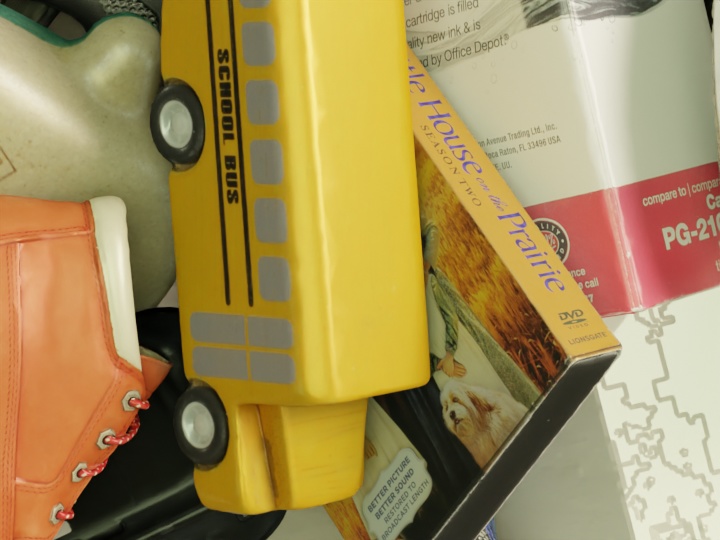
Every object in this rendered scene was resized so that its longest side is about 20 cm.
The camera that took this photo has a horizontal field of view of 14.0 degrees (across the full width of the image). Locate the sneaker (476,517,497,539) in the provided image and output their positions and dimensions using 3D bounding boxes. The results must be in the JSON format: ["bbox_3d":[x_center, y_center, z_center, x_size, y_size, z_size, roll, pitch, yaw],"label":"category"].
[{"bbox_3d":[0.039,0.147,1.144,0.075,0.078,0.200,-30,89,8],"label":"sneaker"}]

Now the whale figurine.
[{"bbox_3d":[-0.146,-0.058,1.083,0.159,0.104,0.200,-30,122,7],"label":"whale figurine"}]

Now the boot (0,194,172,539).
[{"bbox_3d":[-0.116,0.069,1.040,0.107,0.075,0.200,-8,104,-11],"label":"boot"}]

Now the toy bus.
[{"bbox_3d":[-0.023,-0.016,1.029,0.078,0.065,0.200,1,97,46],"label":"toy bus"}]

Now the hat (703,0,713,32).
[{"bbox_3d":[0.159,-0.126,1.116,0.200,0.081,0.201,0,92,7],"label":"hat"}]

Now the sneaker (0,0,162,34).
[{"bbox_3d":[-0.114,-0.166,1.148,0.114,0.076,0.200,-26,95,1],"label":"sneaker"}]

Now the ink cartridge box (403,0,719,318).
[{"bbox_3d":[0.053,-0.079,1.096,0.145,0.084,0.200,-12,92,46],"label":"ink cartridge box"}]

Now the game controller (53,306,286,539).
[{"bbox_3d":[-0.129,0.092,1.099,0.200,0.042,0.104,-25,102,1],"label":"game controller"}]

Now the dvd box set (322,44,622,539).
[{"bbox_3d":[0.000,0.000,1.079,0.200,0.029,0.146,57,133,25],"label":"dvd box set"}]

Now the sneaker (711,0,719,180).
[{"bbox_3d":[0.180,-0.086,1.026,0.114,0.073,0.201,1,82,8],"label":"sneaker"}]
